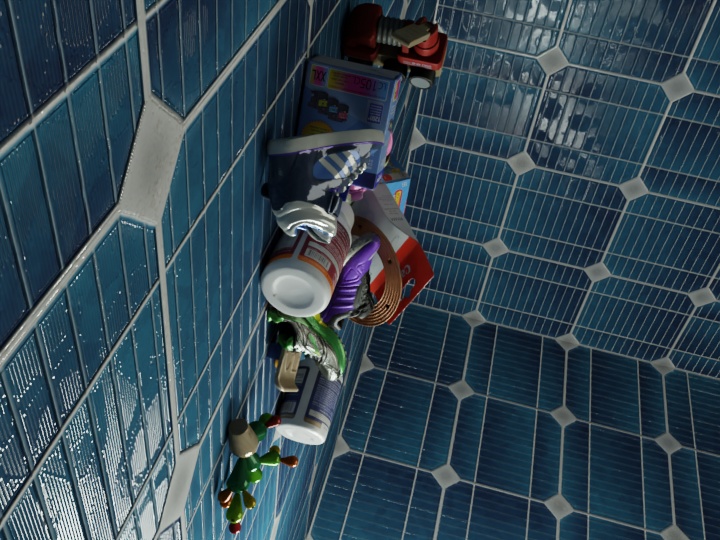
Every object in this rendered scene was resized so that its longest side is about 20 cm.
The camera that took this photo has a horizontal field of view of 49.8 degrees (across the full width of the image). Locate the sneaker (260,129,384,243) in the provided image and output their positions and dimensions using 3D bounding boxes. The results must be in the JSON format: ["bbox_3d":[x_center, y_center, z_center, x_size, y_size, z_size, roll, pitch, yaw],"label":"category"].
[{"bbox_3d":[-0.042,-0.114,1.060,0.200,0.081,0.147,-16,105,-43],"label":"sneaker"}]

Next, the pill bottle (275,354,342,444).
[{"bbox_3d":[-0.102,0.258,1.652,0.111,0.111,0.200,94,12,-61],"label":"pill bottle"}]

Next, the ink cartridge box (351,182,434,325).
[{"bbox_3d":[0.031,-0.027,1.351,0.160,0.047,0.200,-52,-126,42],"label":"ink cartridge box"}]

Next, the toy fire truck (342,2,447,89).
[{"bbox_3d":[0.055,-0.390,1.302,0.200,0.176,0.129,80,25,-75],"label":"toy fire truck"}]

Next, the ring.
[{"bbox_3d":[0.000,0.000,1.359,0.019,0.200,0.201,-21,133,-43],"label":"ring"}]

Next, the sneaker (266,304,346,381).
[{"bbox_3d":[-0.095,0.116,1.303,0.085,0.078,0.200,-49,121,-27],"label":"sneaker"}]

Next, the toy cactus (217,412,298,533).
[{"bbox_3d":[-0.172,0.299,1.230,0.165,0.102,0.200,84,27,-46],"label":"toy cactus"}]

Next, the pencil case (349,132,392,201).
[{"bbox_3d":[0.002,-0.195,1.316,0.094,0.091,0.200,65,25,-20],"label":"pencil case"}]

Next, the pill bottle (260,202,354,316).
[{"bbox_3d":[-0.076,-0.031,1.216,0.200,0.109,0.110,-70,171,-48],"label":"pill bottle"}]

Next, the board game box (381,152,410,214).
[{"bbox_3d":[0.022,-0.162,1.594,0.196,0.056,0.200,99,-30,-43],"label":"board game box"}]

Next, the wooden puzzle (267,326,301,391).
[{"bbox_3d":[-0.128,0.118,1.416,0.185,0.046,0.200,70,29,-81],"label":"wooden puzzle"}]

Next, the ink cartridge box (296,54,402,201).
[{"bbox_3d":[-0.023,-0.208,1.166,0.076,0.136,0.200,-61,163,-64],"label":"ink cartridge box"}]

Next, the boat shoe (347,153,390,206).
[{"bbox_3d":[-0.002,-0.176,1.427,0.201,0.073,0.063,-62,176,-53],"label":"boat shoe"}]

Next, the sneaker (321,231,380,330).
[{"bbox_3d":[-0.008,0.026,1.321,0.200,0.099,0.070,-51,-177,29],"label":"sneaker"}]
